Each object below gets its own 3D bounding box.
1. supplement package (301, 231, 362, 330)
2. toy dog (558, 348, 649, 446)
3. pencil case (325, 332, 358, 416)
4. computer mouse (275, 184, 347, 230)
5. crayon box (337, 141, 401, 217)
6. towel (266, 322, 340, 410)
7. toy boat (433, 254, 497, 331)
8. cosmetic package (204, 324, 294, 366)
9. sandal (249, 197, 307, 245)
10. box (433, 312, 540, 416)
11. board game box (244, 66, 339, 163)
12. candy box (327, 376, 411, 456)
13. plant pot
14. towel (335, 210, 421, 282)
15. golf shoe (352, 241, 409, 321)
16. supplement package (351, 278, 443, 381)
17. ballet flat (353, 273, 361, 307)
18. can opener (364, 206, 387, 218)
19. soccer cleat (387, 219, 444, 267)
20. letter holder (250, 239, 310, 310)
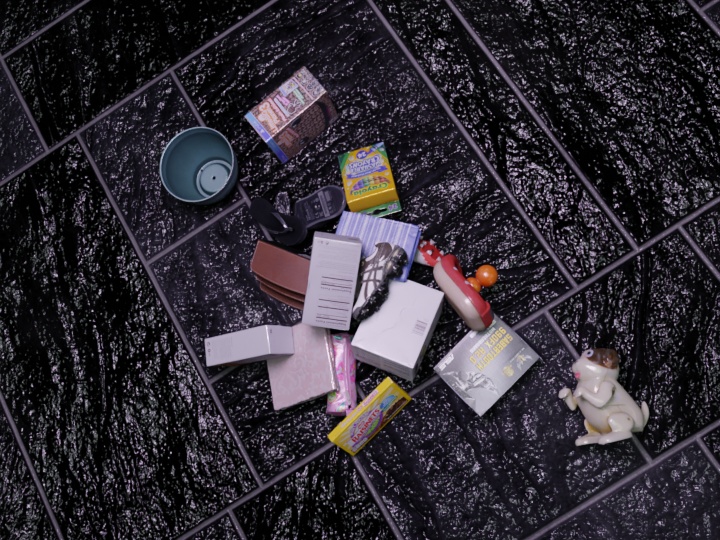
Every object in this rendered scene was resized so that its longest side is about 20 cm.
[{"bbox_3d":[-0.066,0.022,1.466,0.109,0.114,0.200,8,100,-4],"label":"supplement package"},{"bbox_3d":[0.545,0.272,1.426,0.194,0.140,0.200,-13,77,-6],"label":"toy dog"},{"bbox_3d":[-0.046,0.253,1.556,0.087,0.087,0.200,-5,76,9],"label":"pencil case"},{"bbox_3d":[-0.119,-0.161,1.672,0.200,0.053,0.139,-17,78,19],"label":"computer mouse"},{"bbox_3d":[0.022,-0.224,1.620,0.126,0.052,0.200,-16,56,6],"label":"crayon box"},{"bbox_3d":[-0.144,0.225,1.562,0.200,0.032,0.191,-23,68,29],"label":"towel"},{"bbox_3d":[0.263,0.035,1.505,0.131,0.131,0.200,-35,49,0],"label":"toy boat"},{"bbox_3d":[-0.273,0.186,1.571,0.200,0.101,0.071,-15,76,29],"label":"cosmetic package"},{"bbox_3d":[-0.221,-0.123,1.658,0.200,0.043,0.076,30,106,29],"label":"sandal"},{"bbox_3d":[0.297,0.220,1.522,0.200,0.048,0.158,-44,75,0],"label":"box"},{"bbox_3d":[-0.174,-0.400,1.668,0.200,0.159,0.097,-40,75,1],"label":"board game box"},{"bbox_3d":[0.024,0.348,1.521,0.200,0.102,0.026,-45,40,-1],"label":"candy box"},{"bbox_3d":[-0.406,-0.259,1.695,0.200,0.134,0.201,-2,79,10],"label":"plant pot"},{"bbox_3d":[0.034,-0.059,1.539,0.200,0.024,0.145,14,75,12],"label":"towel"},{"bbox_3d":[0.025,0.022,1.473,0.094,0.078,0.200,28,75,22],"label":"golf shoe"},{"bbox_3d":[0.091,0.133,1.519,0.156,0.111,0.200,20,68,13],"label":"supplement package"},{"bbox_3d":[0.000,0.000,1.578,0.068,0.072,0.200,7,97,3],"label":"ballet flat"},{"bbox_3d":[0.001,-0.086,1.636,0.063,0.079,0.200,32,89,-24],"label":"can opener"},{"bbox_3d":[0.120,-0.049,1.602,0.200,0.069,0.085,28,124,-2],"label":"soccer cleat"},{"bbox_3d":[-0.171,0.023,1.601,0.200,0.101,0.142,22,96,17],"label":"letter holder"}]
